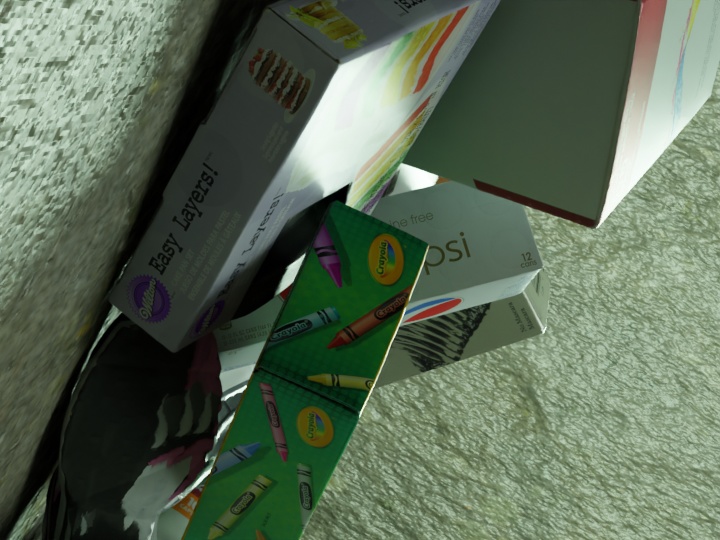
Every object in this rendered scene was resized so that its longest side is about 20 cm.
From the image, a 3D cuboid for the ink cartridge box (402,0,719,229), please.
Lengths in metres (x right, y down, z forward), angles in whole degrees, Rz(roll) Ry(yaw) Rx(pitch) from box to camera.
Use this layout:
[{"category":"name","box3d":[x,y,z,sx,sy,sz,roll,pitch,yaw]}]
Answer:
[{"category":"ink cartridge box","box3d":[0.119,-0.145,1.185,0.200,0.145,0.145,-43,147,-51]}]

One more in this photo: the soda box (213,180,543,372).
[{"category":"soda box","box3d":[0.000,0.000,1.216,0.064,0.200,0.068,119,-45,-73]}]

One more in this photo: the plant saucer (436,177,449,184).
[{"category":"plant saucer","box3d":[-0.002,-0.050,1.474,0.200,0.037,0.200,-39,-139,46]}]

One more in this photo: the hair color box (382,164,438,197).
[{"category":"hair color box","box3d":[0.003,-0.092,1.262,0.111,0.064,0.200,-65,165,3]}]

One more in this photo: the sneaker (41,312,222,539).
[{"category":"sneaker","box3d":[-0.136,0.103,1.100,0.200,0.080,0.086,-70,-156,15]}]

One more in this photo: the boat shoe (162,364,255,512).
[{"category":"boat shoe","box3d":[-0.100,0.096,1.245,0.200,0.072,0.068,-44,119,-73]}]

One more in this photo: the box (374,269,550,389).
[{"category":"box","box3d":[0.019,0.025,1.368,0.200,0.082,0.068,-21,-154,20]}]

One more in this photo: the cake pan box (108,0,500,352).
[{"category":"cake pan box","box3d":[-0.026,-0.064,1.043,0.184,0.052,0.200,-28,155,-55]}]

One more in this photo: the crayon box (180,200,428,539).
[{"category":"crayon box","box3d":[-0.033,0.073,1.084,0.200,0.058,0.119,115,-2,-50]}]

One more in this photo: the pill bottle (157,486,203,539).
[{"category":"pill bottle","box3d":[-0.114,0.153,1.328,0.113,0.113,0.200,-65,177,27]}]
